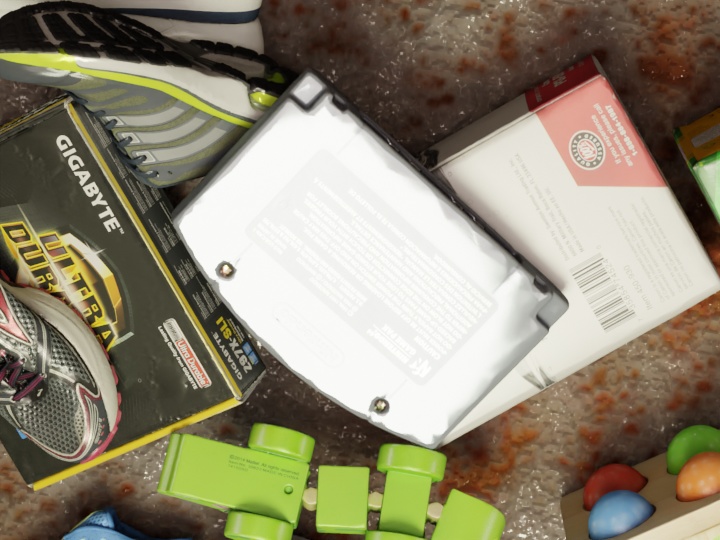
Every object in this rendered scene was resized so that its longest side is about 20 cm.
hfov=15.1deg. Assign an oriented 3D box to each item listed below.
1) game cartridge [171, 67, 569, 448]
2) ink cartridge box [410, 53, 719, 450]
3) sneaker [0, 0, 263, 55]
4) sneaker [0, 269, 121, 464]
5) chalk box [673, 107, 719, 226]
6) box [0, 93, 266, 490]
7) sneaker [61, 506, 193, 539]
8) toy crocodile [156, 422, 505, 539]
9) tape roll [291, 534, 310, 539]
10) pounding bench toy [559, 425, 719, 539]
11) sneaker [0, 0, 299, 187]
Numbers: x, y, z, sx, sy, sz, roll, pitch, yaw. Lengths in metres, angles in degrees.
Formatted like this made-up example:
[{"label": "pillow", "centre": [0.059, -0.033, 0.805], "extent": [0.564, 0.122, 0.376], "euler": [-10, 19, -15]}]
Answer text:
[{"label": "game cartridge", "centre": [0.000, 0.000, 1.503], "extent": [0.200, 0.040, 0.133], "euler": [42, 97, -13]}, {"label": "ink cartridge box", "centre": [0.085, -0.010, 1.566], "extent": [0.200, 0.083, 0.147], "euler": [-29, 102, 7]}, {"label": "sneaker", "centre": [-0.155, -0.130, 1.551], "extent": [0.200, 0.076, 0.081], "euler": [4, 112, 1]}, {"label": "sneaker", "centre": [-0.219, 0.035, 1.525], "extent": [0.200, 0.075, 0.081], "euler": [46, 119, -4]}, {"label": "chalk box", "centre": [0.280, -0.012, 1.543], "extent": [0.124, 0.124, 0.200], "euler": [-29, 101, 7]}, {"label": "box", "centre": [-0.172, 0.010, 1.567], "extent": [0.160, 0.049, 0.200], "euler": [-23, 103, 29]}, {"label": "sneaker", "centre": [-0.183, 0.195, 1.633], "extent": [0.200, 0.076, 0.105], "euler": [-1, 84, 1]}, {"label": "toy crocodile", "centre": [-0.016, 0.130, 1.550], "extent": [0.200, 0.062, 0.068], "euler": [9, 78, 0]}, {"label": "tape roll", "centre": [-0.001, 0.238, 1.564], "extent": [0.200, 0.200, 0.066], "euler": [34, 102, -7]}, {"label": "pounding bench toy", "centre": [0.234, 0.164, 1.583], "extent": [0.200, 0.124, 0.156], "euler": [-24, 101, 6]}, {"label": "sneaker", "centre": [-0.120, -0.088, 1.484], "extent": [0.200, 0.074, 0.081], "euler": [14, 112, -31]}]
